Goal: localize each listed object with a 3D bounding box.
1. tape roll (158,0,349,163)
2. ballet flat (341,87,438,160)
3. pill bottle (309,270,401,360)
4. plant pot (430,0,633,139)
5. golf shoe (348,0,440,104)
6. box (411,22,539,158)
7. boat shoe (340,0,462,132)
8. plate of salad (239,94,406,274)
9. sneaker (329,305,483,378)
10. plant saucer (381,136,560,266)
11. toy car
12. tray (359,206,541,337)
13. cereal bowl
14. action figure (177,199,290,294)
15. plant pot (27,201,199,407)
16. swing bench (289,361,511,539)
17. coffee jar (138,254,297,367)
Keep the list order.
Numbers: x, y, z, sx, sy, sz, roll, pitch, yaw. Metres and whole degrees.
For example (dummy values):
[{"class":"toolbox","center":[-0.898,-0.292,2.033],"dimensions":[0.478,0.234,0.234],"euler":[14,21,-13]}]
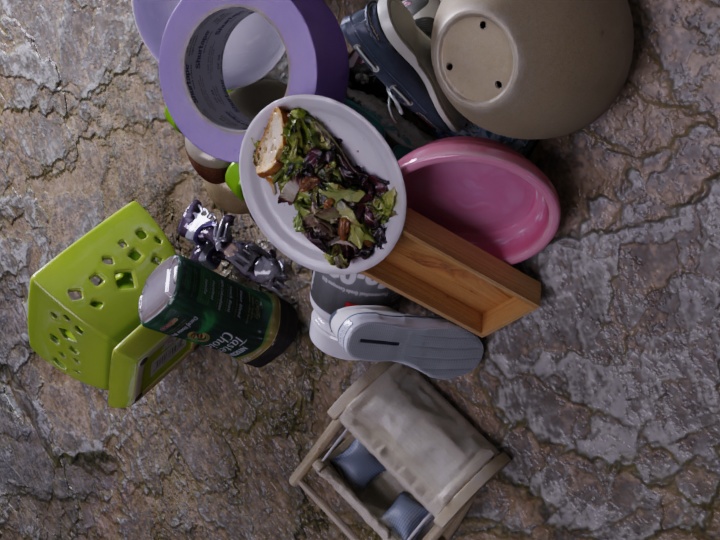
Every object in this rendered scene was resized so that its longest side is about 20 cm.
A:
[{"class":"tape roll","center":[-0.118,-0.222,1.265],"dimensions":[0.198,0.085,0.203],"euler":[5,102,25]},{"class":"ballet flat","center":[0.042,-0.148,1.303],"dimensions":[0.199,0.072,0.072],"euler":[37,128,7]},{"class":"pill bottle","center":[0.000,0.000,1.376],"dimensions":[0.113,0.113,0.202],"euler":[28,124,27]},{"class":"plant pot","center":[0.144,-0.214,1.103],"dimensions":[0.199,0.134,0.203],"euler":[16,118,33]},{"class":"golf shoe","center":[0.033,-0.247,1.287],"dimensions":[0.199,0.077,0.089],"euler":[-19,57,55]},{"class":"box","center":[0.151,-0.206,1.217],"dimensions":[0.137,0.040,0.201],"euler":[43,129,16]},{"class":"boat shoe","center":[0.047,-0.200,1.163],"dimensions":[0.061,0.200,0.076],"euler":[-14,63,24]},{"class":"plate of salad","center":[-0.046,-0.083,1.192],"dimensions":[0.198,0.048,0.202],"euler":[12,120,22]},{"class":"sneaker","center":[0.055,0.073,1.334],"dimensions":[0.074,0.198,0.071],"euler":[-65,33,16]},{"class":"plant saucer","center":[0.114,-0.076,1.222],"dimensions":[0.198,0.051,0.201],"euler":[5,146,4]},{"class":"toy car","center":[-0.139,-0.132,1.449],"dimensions":[0.164,0.157,0.201],"euler":[46,158,27]},{"class":"tray","center":[0.094,0.004,1.268],"dimensions":[0.199,0.037,0.098],"euler":[29,142,-26]},{"class":"cereal bowl","center":[-0.166,-0.322,1.354],"dimensions":[0.197,0.084,0.202],"euler":[4,119,7]},{"class":"action figure","center":[-0.164,-0.028,1.503],"dimensions":[0.199,0.070,0.130],"euler":[22,159,45]},{"class":"plant pot","center":[-0.329,0.061,1.599],"dimensions":[0.181,0.200,0.200],"euler":[39,146,11]},{"class":"swing bench","center":[0.046,0.248,1.432],"dimensions":[0.199,0.129,0.201],"euler":[42,129,18]},{"class":"coffee jar","center":[-0.183,0.058,1.506],"dimensions":[0.104,0.199,0.086],"euler":[-35,44,40]}]
